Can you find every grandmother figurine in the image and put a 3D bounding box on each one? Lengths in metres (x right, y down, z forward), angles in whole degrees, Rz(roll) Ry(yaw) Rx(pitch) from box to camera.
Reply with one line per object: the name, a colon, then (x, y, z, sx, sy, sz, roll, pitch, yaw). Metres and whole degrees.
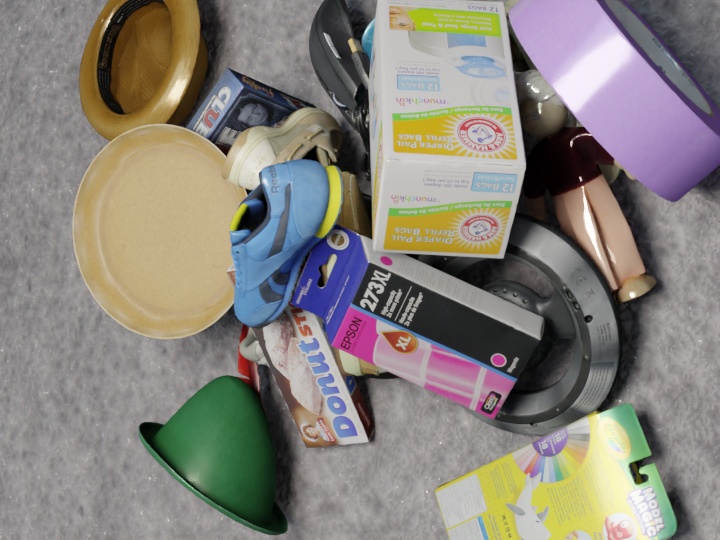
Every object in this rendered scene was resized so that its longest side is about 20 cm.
grandmother figurine: (0.178, -0.071, 1.013, 0.120, 0.060, 0.203, -23, 93, 33)

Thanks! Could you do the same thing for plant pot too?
plant pot: (-0.185, -0.037, 1.182, 0.197, 0.027, 0.204, 2, 95, 21)

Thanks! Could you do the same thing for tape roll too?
tape roll: (0.205, -0.151, 0.965, 0.066, 0.199, 0.202, -41, 61, 23)

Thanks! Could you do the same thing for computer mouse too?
computer mouse: (-0.019, -0.191, 1.175, 0.045, 0.141, 0.203, -13, 70, -4)

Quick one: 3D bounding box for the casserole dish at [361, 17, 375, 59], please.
casserole dish: (0.069, -0.174, 1.169, 0.120, 0.039, 0.203, -28, 66, 30)

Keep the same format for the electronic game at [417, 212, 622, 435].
electronic game: (0.127, 0.046, 1.045, 0.197, 0.041, 0.203, 15, 119, 30)

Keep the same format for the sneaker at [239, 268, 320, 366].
sneaker: (-0.076, -0.002, 1.202, 0.077, 0.098, 0.204, -7, 77, 49)

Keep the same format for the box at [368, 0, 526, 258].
box: (0.065, -0.118, 0.997, 0.110, 0.102, 0.202, 3, 49, -4)

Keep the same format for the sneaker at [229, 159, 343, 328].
sneaker: (-0.083, -0.022, 1.014, 0.201, 0.077, 0.067, 123, 141, -48)

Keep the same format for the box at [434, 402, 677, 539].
box: (0.165, 0.199, 1.031, 0.199, 0.048, 0.119, -31, 65, 31)

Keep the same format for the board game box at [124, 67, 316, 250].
board game box: (-0.137, -0.096, 1.245, 0.201, 0.135, 0.035, -53, 55, 17)

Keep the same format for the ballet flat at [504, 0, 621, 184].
ballet flat: (0.161, -0.157, 1.078, 0.069, 0.069, 0.202, -35, 60, 26)

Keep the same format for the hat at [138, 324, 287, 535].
hat: (-0.104, 0.121, 1.182, 0.199, 0.165, 0.177, 35, 92, 19)

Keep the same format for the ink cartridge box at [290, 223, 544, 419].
ink cartridge box: (0.042, 0.041, 1.011, 0.197, 0.037, 0.096, 25, 125, 0)

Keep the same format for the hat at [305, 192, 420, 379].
hat: (0.000, 0.000, 1.149, 0.197, 0.081, 0.204, 6, 117, 12)

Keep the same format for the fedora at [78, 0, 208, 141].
fedora: (-0.225, -0.228, 1.366, 0.198, 0.081, 0.204, -12, 70, 35)

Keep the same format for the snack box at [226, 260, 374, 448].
snack box: (-0.053, 0.075, 1.145, 0.071, 0.024, 0.202, -9, 117, 26)

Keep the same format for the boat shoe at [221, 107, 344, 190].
boat shoe: (-0.056, -0.102, 1.150, 0.064, 0.200, 0.073, 32, 111, 13)

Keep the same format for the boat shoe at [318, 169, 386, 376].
boat shoe: (0.010, 0.003, 1.064, 0.075, 0.202, 0.072, 0, 38, 12)
